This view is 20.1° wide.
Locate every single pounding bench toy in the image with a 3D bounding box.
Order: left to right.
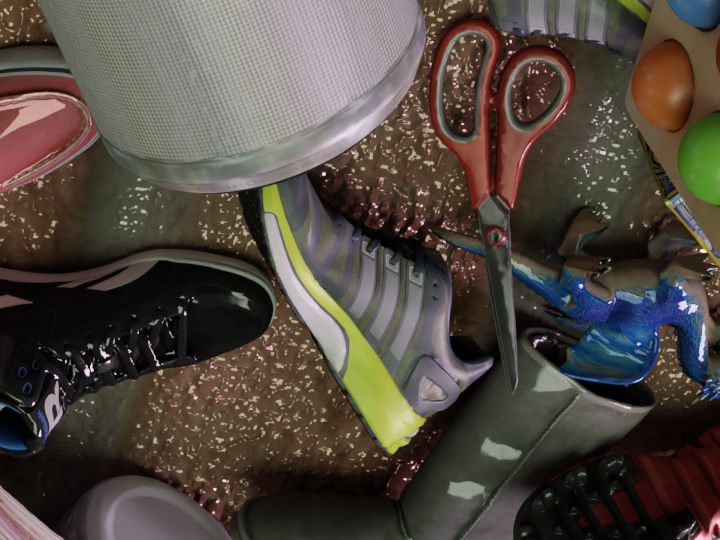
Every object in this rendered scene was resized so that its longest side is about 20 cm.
[{"bbox_3d":[0.202,-0.061,0.923,0.155,0.125,0.201,-4,132,-20],"label":"pounding bench toy"}]

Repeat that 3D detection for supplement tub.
[{"bbox_3d":[-0.164,0.225,1.189,0.122,0.123,0.200,29,119,-24],"label":"supplement tub"}]

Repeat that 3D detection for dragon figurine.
[{"bbox_3d":[0.135,0.024,1.104,0.199,0.059,0.100,2,127,-8],"label":"dragon figurine"}]

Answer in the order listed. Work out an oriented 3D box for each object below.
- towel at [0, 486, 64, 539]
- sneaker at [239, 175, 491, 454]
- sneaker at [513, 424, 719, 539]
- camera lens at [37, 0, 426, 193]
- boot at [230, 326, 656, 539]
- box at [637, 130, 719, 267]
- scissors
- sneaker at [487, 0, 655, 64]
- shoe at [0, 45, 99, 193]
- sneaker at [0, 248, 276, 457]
[{"bbox_3d":[-0.262,0.117,1.100,0.199,0.032,0.191,-2,136,40],"label":"towel"},{"bbox_3d":[0.000,0.000,1.063,0.081,0.074,0.200,-31,122,-1],"label":"sneaker"},{"bbox_3d":[0.173,0.140,1.165,0.199,0.071,0.098,-15,157,-22],"label":"sneaker"},{"bbox_3d":[-0.068,-0.148,0.891,0.159,0.160,0.201,-16,127,7],"label":"camera lens"},{"bbox_3d":[0.046,0.112,1.156,0.181,0.073,0.200,14,133,-32],"label":"boot"},{"bbox_3d":[0.231,-0.011,1.079,0.064,0.070,0.200,-35,123,17],"label":"box"},{"bbox_3d":[0.063,-0.032,1.051,0.073,0.014,0.201,10,114,4],"label":"scissors"},{"bbox_3d":[0.108,-0.140,0.981,0.200,0.074,0.081,38,130,-26],"label":"sneaker"},{"bbox_3d":[-0.215,-0.040,1.002,0.199,0.091,0.072,-18,127,9],"label":"shoe"},{"bbox_3d":[-0.142,0.051,1.066,0.199,0.112,0.073,-3,129,-3],"label":"sneaker"}]
